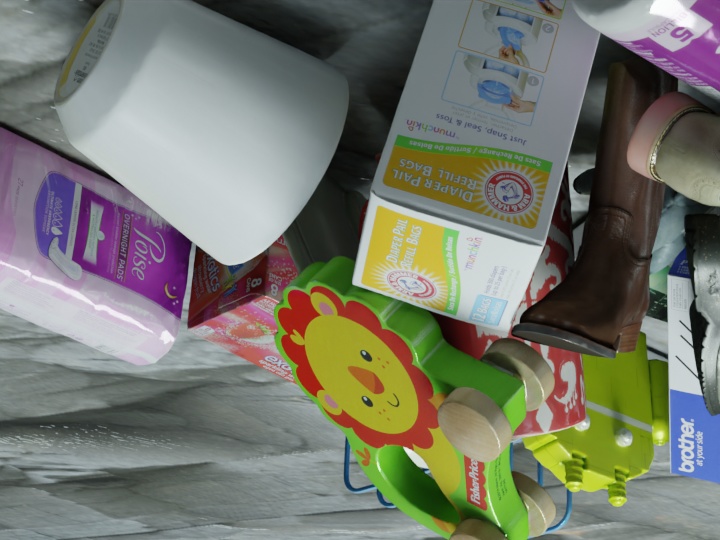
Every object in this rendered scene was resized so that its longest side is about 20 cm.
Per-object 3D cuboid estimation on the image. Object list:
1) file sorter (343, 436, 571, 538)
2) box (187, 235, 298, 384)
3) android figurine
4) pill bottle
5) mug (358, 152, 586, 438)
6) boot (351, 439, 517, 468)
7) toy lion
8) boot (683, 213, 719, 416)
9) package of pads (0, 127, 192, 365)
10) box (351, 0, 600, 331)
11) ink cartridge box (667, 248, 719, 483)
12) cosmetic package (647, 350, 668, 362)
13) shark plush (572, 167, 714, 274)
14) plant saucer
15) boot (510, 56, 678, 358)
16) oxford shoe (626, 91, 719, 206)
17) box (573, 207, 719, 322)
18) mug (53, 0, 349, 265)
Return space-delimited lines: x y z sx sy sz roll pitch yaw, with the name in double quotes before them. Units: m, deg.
"file sorter" 0.095 0.173 1.458 0.138 0.123 0.200 -23 141 38
"box" -0.035 0.029 1.239 0.095 0.100 0.200 -22 141 38
"android figurine" 0.182 0.091 1.223 0.181 0.201 0.041 24 141 -28
"pill bottle" 0.224 -0.152 0.877 0.199 0.113 0.112 23 145 -30
"mug" 0.070 0.013 1.043 0.177 0.201 0.133 -9 -177 -21
"boot" 0.032 0.139 1.255 0.144 0.073 0.200 -19 169 28
"toy lion" 0.028 0.087 0.978 0.191 0.069 0.201 24 141 30
"boot" 0.295 0.028 1.053 0.130 0.068 0.201 -7 138 9
"package of pads" -0.225 -0.017 1.157 0.199 0.121 0.075 27 143 -35
"box" 0.073 -0.083 0.912 0.101 0.201 0.113 17 150 3
"ink cartridge box" 0.288 0.079 1.175 0.094 0.044 0.201 10 129 25
"cosmetic package" 0.187 0.098 1.367 0.199 0.074 0.101 26 144 -30
"shark plush" 0.237 -0.053 1.058 0.199 0.083 0.091 -26 98 18
"plant saucer" 0.000 0.000 1.106 0.050 0.201 0.200 -26 144 8
"boot" 0.155 -0.050 0.952 0.064 0.201 0.186 13 -175 19
"oxford shoe" 0.243 -0.062 0.950 0.199 0.074 0.071 -3 123 -49
"box" 0.266 -0.006 1.210 0.199 0.037 0.144 18 147 -23
"mug" -0.123 -0.095 0.993 0.153 0.150 0.186 30 135 -26
